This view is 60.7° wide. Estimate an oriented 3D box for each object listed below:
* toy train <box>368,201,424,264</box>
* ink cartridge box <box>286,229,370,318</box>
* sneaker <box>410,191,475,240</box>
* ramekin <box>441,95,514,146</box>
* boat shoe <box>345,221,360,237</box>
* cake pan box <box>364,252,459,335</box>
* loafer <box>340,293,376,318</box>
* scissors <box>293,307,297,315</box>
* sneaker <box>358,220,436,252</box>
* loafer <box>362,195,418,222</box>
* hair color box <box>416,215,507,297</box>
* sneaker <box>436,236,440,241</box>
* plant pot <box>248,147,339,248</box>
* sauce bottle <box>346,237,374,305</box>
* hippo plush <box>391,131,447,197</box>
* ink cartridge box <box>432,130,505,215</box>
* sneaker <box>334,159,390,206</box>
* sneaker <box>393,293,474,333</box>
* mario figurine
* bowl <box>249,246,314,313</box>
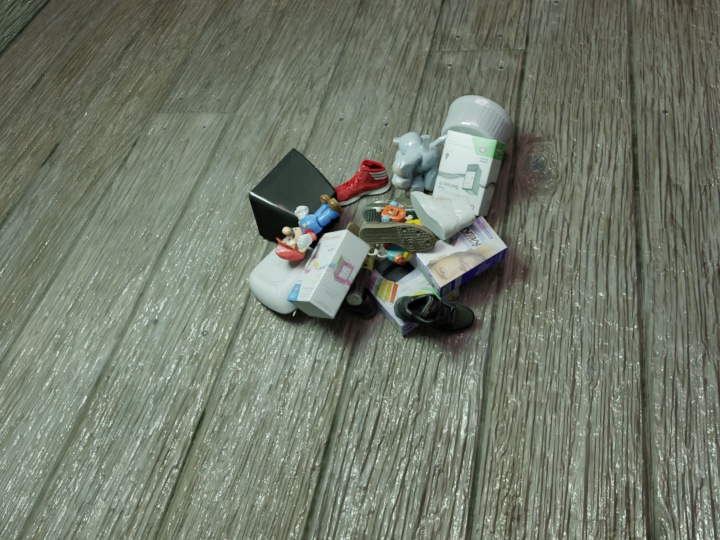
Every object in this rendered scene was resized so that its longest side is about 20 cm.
[{"bbox_3d":[0.092,-0.088,1.598,0.148,0.056,0.201,12,52,17],"label":"toy train"},{"bbox_3d":[-0.078,0.008,1.497,0.144,0.084,0.202,-3,54,61],"label":"ink cartridge box"},{"bbox_3d":[0.211,-0.155,1.543,0.114,0.074,0.200,-25,41,-10],"label":"sneaker"},{"bbox_3d":[0.325,-0.387,1.742,0.198,0.201,0.098,19,66,25],"label":"ramekin"},{"bbox_3d":[-0.036,-0.044,1.649,0.064,0.072,0.202,-28,42,34],"label":"boat shoe"},{"bbox_3d":[0.122,0.041,1.558,0.183,0.053,0.200,-31,52,-13],"label":"cake pan box"},{"bbox_3d":[-0.053,0.066,1.570,0.197,0.063,0.072,12,57,23],"label":"loafer"},{"bbox_3d":[-0.140,0.039,1.610,0.072,0.014,0.201,-19,35,16],"label":"scissors"},{"bbox_3d":[0.097,-0.097,1.515,0.197,0.071,0.076,9,29,21],"label":"sneaker"},{"bbox_3d":[0.103,-0.164,1.711,0.197,0.076,0.070,2,42,9],"label":"loafer"},{"bbox_3d":[0.246,-0.035,1.504,0.198,0.065,0.110,-31,65,-9],"label":"hair color box"},{"bbox_3d":[0.247,-0.074,1.594,0.074,0.081,0.200,-38,54,-16],"label":"sneaker"},{"bbox_3d":[-0.169,-0.177,1.711,0.176,0.200,0.200,32,65,19],"label":"plant pot"},{"bbox_3d":[0.000,0.000,1.546,0.065,0.067,0.202,-3,44,11],"label":"sauce bottle"},{"bbox_3d":[0.140,-0.326,1.753,0.157,0.202,0.161,-9,40,-22],"label":"hippo plush"},{"bbox_3d":[0.289,-0.259,1.650,0.144,0.084,0.203,18,103,27],"label":"ink cartridge box"},{"bbox_3d":[-0.017,-0.264,1.778,0.197,0.116,0.079,-19,51,-2],"label":"sneaker"},{"bbox_3d":[0.184,0.101,1.428,0.197,0.114,0.077,14,84,-12],"label":"sneaker"},{"bbox_3d":[-0.142,-0.113,1.537,0.106,0.124,0.200,42,80,3],"label":"mario figurine"},{"bbox_3d":[-0.194,0.003,1.618,0.200,0.075,0.199,-45,41,-19],"label":"bowl"}]
